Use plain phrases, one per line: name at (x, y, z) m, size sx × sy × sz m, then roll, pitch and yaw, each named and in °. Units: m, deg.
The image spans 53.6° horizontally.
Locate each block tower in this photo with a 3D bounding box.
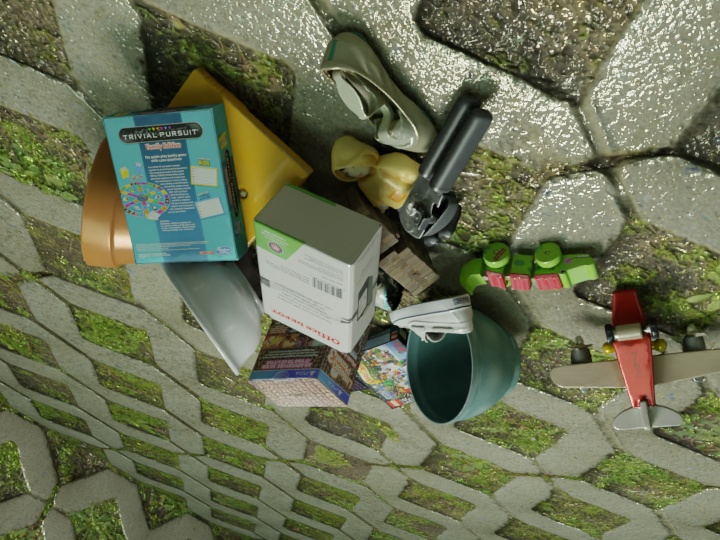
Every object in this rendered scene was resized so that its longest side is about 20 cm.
block tower at (0.037, -0.041, 1.056) m, size 0.054 × 0.058 × 0.200 m, roll -36°, pitch 129°, yaw 18°

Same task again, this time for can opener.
can opener at (0.110, -0.123, 0.891) m, size 0.067 × 0.053 × 0.200 m, roll -4°, pitch 138°, yaw -37°

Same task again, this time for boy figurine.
boy figurine at (0.048, -0.114, 0.964) m, size 0.200 × 0.065 × 0.124 m, roll 33°, pitch 150°, yaw -26°

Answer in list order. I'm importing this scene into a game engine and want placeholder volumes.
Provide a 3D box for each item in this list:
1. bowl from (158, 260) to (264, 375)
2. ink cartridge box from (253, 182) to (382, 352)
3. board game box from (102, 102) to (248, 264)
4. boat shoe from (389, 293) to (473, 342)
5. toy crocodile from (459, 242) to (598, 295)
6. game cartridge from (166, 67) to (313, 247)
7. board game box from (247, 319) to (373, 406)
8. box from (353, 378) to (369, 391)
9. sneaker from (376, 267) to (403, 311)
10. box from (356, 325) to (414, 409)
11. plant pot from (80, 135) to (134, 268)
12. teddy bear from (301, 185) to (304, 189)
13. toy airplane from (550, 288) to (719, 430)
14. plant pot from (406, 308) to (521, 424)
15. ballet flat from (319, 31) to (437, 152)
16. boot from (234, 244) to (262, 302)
bowl at (-0.202, 0.046, 1.042) m, size 0.201 × 0.090 × 0.201 m, roll 51°, pitch 166°, yaw 18°
ink cartridge box at (-0.056, 0.001, 0.956) m, size 0.145 × 0.084 × 0.200 m, roll 24°, pitch 145°, yaw 16°
board game box at (-0.241, -0.112, 0.943) m, size 0.150 × 0.047 × 0.201 m, roll -2°, pitch 111°, yaw 11°
boat shoe at (0.109, 0.082, 1.130) m, size 0.073 × 0.066 × 0.200 m, roll -12°, pitch 176°, yaw -24°
toy crocodile at (0.242, 0.002, 1.039) m, size 0.199 × 0.062 × 0.068 m, roll 1°, pitch 144°, yaw 26°
game cartridge at (-0.191, -0.141, 0.966) m, size 0.200 × 0.032 × 0.176 m, roll 43°, pitch 115°, yaw -4°
board game box at (-0.082, 0.132, 1.272) m, size 0.159 × 0.201 × 0.097 m, roll -7°, pitch 140°, yaw 36°
box at (-0.043, 0.212, 1.527) m, size 0.199 × 0.036 × 0.143 m, roll -17°, pitch 133°, yaw 44°
sneaker at (0.000, 0.000, 1.150) m, size 0.086 × 0.078 × 0.200 m, roll 6°, pitch 145°, yaw 27°
box at (0.069, 0.195, 1.409) m, size 0.136 × 0.038 × 0.200 m, roll -23°, pitch 131°, yaw 26°
plant pot at (-0.321, -0.094, 1.075) m, size 0.139 × 0.201 × 0.200 m, roll 11°, pitch 149°, yaw -7°
teddy bear at (-0.084, -0.080, 1.046) m, size 0.200 × 0.067 × 0.145 m, roll 52°, pitch 157°, yaw -4°
toy airplane at (0.422, 0.142, 1.084) m, size 0.199 × 0.141 × 0.200 m, roll 32°, pitch 116°, yaw 4°
plant pot at (0.183, 0.154, 1.203) m, size 0.134 × 0.201 × 0.200 m, roll 3°, pitch 156°, yaw -27°
ballet flat at (0.023, -0.193, 0.855) m, size 0.069 × 0.070 × 0.200 m, roll -14°, pitch 136°, yaw 41°
boot at (-0.182, -0.027, 1.176) m, size 0.069 × 0.200 × 0.175 m, roll 9°, pitch 116°, yaw 34°
